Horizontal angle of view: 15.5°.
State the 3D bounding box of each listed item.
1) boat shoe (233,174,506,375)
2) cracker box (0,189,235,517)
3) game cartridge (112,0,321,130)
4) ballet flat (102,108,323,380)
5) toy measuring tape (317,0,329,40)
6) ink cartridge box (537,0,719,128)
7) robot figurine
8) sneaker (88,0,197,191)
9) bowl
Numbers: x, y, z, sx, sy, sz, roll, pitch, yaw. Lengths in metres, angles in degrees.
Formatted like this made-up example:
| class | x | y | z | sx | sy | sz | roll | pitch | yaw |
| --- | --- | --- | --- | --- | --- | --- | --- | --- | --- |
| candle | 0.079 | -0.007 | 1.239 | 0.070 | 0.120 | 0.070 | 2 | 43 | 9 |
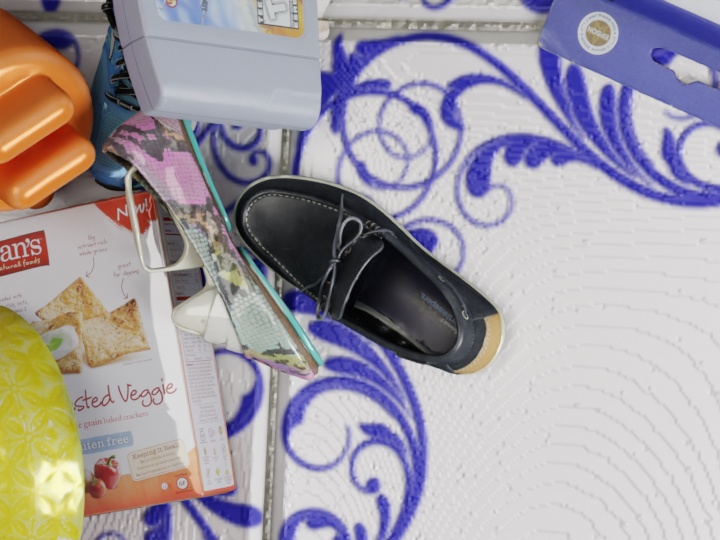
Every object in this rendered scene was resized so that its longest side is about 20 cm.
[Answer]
| class | x | y | z | sx | sy | sz | roll | pitch | yaw |
| --- | --- | --- | --- | --- | --- | --- | --- | --- | --- |
| boat shoe | 0.000 | 0.000 | 1.657 | 0.200 | 0.062 | 0.075 | 34 | 104 | 20 |
| cracker box | -0.167 | 0.057 | 1.723 | 0.134 | 0.058 | 0.200 | -12 | 85 | 21 |
| game cartridge | -0.091 | -0.190 | 1.643 | 0.042 | 0.133 | 0.200 | -19 | 71 | 51 |
| ballet flat | -0.100 | -0.007 | 1.663 | 0.071 | 0.069 | 0.200 | -30 | 91 | -9 |
| toy measuring tape | 0.028 | -0.219 | 1.649 | 0.074 | 0.074 | 0.200 | 33 | 110 | 18 |
| ink cartridge box | 0.222 | -0.190 | 1.584 | 0.199 | 0.041 | 0.200 | 25 | 99 | 19 |
| robot figurine | -0.248 | -0.113 | 1.704 | 0.200 | 0.144 | 0.117 | 36 | 104 | 47 |
| sneaker | -0.144 | -0.150 | 1.698 | 0.078 | 0.090 | 0.200 | 17 | 96 | 20 |
| bowl | -0.271 | 0.126 | 1.688 | 0.200 | 0.108 | 0.201 | 11 | 104 | 52 |
